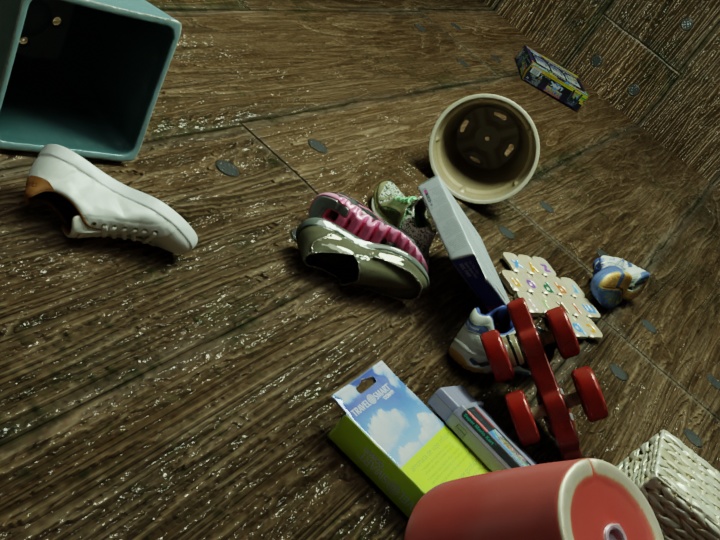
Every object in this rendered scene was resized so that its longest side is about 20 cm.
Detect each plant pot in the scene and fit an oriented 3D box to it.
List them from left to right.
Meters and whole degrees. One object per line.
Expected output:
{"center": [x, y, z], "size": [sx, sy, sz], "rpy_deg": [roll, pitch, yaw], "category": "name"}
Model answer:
{"center": [-0.377, -0.276, 1.074], "size": [0.196, 0.196, 0.200], "rpy_deg": [0, 35, -45], "category": "plant pot"}
{"center": [0.239, -0.241, 1.658], "size": [0.200, 0.200, 0.183], "rpy_deg": [35, 18, 0], "category": "plant pot"}
{"center": [0.168, 0.268, 0.800], "size": [0.200, 0.177, 0.201], "rpy_deg": [23, 49, -30], "category": "plant pot"}

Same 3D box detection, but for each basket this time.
{"center": [0.400, 0.314, 1.070], "size": [0.200, 0.123, 0.136], "rpy_deg": [38, 29, 7], "category": "basket"}

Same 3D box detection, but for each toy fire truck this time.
{"center": [0.234, 0.142, 1.116], "size": [0.168, 0.112, 0.200], "rpy_deg": [55, 15, -68], "category": "toy fire truck"}

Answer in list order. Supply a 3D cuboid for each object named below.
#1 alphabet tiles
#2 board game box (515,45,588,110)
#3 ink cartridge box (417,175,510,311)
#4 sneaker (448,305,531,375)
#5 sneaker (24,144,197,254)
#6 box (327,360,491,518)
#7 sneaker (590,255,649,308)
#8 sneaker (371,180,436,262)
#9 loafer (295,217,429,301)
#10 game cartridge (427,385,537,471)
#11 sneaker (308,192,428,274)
{"center": [0.325, 0.044, 1.487], "size": [0.200, 0.015, 0.196], "rpy_deg": [6, 40, -40], "category": "alphabet tiles"}
{"center": [0.559, -0.567, 2.551], "size": [0.200, 0.057, 0.165], "rpy_deg": [26, 29, -15], "category": "board game box"}
{"center": [0.165, -0.014, 1.288], "size": [0.196, 0.043, 0.200], "rpy_deg": [47, 20, -52], "category": "ink cartridge box"}
{"center": [0.214, 0.094, 1.221], "size": [0.200, 0.088, 0.075], "rpy_deg": [2, 27, -46], "category": "sneaker"}
{"center": [-0.285, -0.055, 0.983], "size": [0.200, 0.073, 0.085], "rpy_deg": [30, 60, -21], "category": "sneaker"}
{"center": [0.056, 0.201, 0.959], "size": [0.200, 0.048, 0.122], "rpy_deg": [44, 31, 12], "category": "box"}
{"center": [0.457, 0.015, 1.606], "size": [0.088, 0.075, 0.200], "rpy_deg": [38, 21, 29], "category": "sneaker"}
{"center": [0.079, -0.087, 1.351], "size": [0.077, 0.089, 0.200], "rpy_deg": [16, 35, -30], "category": "sneaker"}
{"center": [0.000, 0.000, 1.179], "size": [0.200, 0.075, 0.070], "rpy_deg": [22, 44, -14], "category": "loafer"}
{"center": [0.170, 0.215, 1.027], "size": [0.200, 0.038, 0.130], "rpy_deg": [45, 4, 17], "category": "game cartridge"}
{"center": [0.021, -0.051, 1.270], "size": [0.200, 0.079, 0.095], "rpy_deg": [38, 19, 3], "category": "sneaker"}
